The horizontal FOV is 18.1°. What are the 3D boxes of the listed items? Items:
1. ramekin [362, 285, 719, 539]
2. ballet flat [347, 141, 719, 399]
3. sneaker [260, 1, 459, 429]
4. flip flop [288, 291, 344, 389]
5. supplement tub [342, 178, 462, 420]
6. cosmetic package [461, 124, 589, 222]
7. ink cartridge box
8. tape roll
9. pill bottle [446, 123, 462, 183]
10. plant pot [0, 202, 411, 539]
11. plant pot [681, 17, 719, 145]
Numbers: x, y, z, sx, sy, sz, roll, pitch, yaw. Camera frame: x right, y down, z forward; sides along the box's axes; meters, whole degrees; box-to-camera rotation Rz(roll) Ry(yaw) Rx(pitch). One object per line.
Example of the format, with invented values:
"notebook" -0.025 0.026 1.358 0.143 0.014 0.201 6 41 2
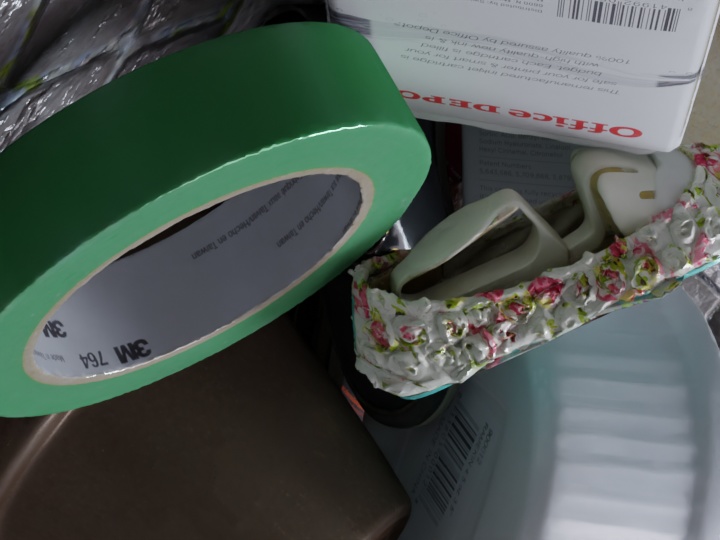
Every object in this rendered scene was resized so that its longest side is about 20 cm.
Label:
"ramekin" 0.078 0.091 1.058 0.097 0.201 0.201 9 135 -27
"ballet flat" 0.084 -0.012 0.928 0.199 0.064 0.076 -27 -148 -3
"sneaker" -0.009 -0.022 0.990 0.074 0.202 0.106 -2 -172 32
"flip flop" 0.000 0.000 1.129 0.081 0.057 0.202 -163 -97 -72
"supplement tub" 0.036 0.017 1.205 0.199 0.108 0.107 -24 -178 29
"cosmetic package" 0.093 -0.103 1.005 0.102 0.074 0.202 -38 131 -60
"ink cartridge box" 0.062 -0.124 0.838 0.200 0.145 0.083 84 16 -73
"tape roll" -0.070 -0.016 0.853 0.199 0.048 0.201 -27 163 -9
"pill bottle" 0.085 -0.068 1.273 0.113 0.113 0.200 -40 167 -36
"plant pot" -0.075 0.090 1.034 0.200 0.174 0.200 -45 168 -13
"plant pot" 0.207 -0.095 1.123 0.201 0.182 0.201 -61 -167 24
